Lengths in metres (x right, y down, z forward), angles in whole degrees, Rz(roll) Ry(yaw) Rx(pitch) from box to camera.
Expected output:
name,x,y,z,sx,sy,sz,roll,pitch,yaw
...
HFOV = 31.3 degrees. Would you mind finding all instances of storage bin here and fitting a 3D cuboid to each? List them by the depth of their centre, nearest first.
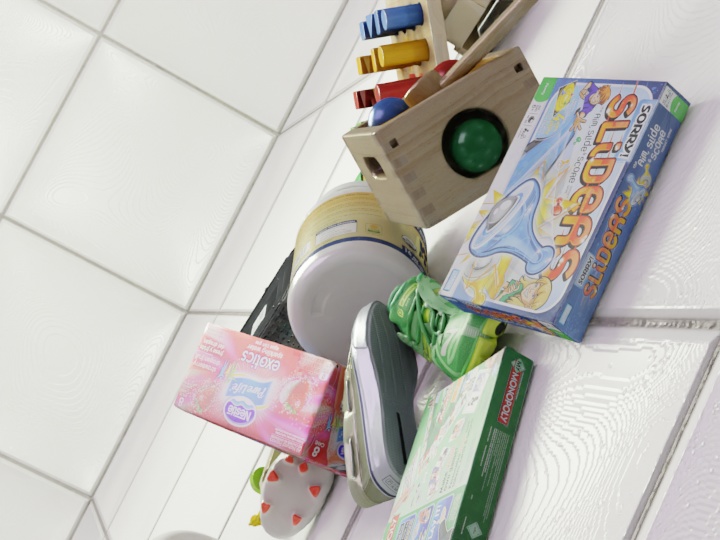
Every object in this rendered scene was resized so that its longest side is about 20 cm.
name,x,y,z,sx,sy,sz,roll,pitch,yaw
storage bin,0.168,-0.380,1.603,0.200,0.093,0.199,-56,14,22
storage bin,-0.096,0.088,1.657,0.200,0.093,0.135,-57,13,23

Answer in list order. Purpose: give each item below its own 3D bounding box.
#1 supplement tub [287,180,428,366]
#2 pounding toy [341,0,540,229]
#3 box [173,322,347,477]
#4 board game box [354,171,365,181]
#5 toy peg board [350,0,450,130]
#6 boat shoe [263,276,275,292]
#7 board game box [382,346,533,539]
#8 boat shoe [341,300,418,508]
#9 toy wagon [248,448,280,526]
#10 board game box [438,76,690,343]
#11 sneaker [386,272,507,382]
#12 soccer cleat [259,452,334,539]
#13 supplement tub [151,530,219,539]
name,x,y,z,sx,sy,sz,roll,pitch,yaw
supplement tub,0.000,0.000,1.338,0.145,0.144,0.200,-56,14,23
pounding toy,0.091,-0.148,1.194,0.184,0.143,0.200,-32,10,-8
box,-0.075,0.127,1.260,0.200,0.103,0.095,13,77,44
board game box,-0.041,-0.043,1.881,0.200,0.023,0.105,-57,12,21
toy peg board,0.039,-0.239,1.571,0.200,0.097,0.200,-160,60,-77
boat shoe,-0.103,0.038,1.825,0.200,0.062,0.075,-57,39,22
board game box,0.065,0.168,0.984,0.135,0.029,0.201,-44,22,57
boat shoe,0.010,0.115,1.140,0.062,0.072,0.201,-33,39,29
toy wagon,-0.076,0.205,1.451,0.155,0.039,0.201,-47,20,50
board game box,0.153,-0.052,0.984,0.135,0.034,0.201,13,74,54
sneaker,0.066,0.049,1.110,0.074,0.083,0.200,-62,13,-5
soccer cleat,-0.047,0.185,1.344,0.078,0.069,0.201,53,-125,-73
supplement tub,-0.200,0.383,1.316,0.200,0.145,0.146,-57,13,20
